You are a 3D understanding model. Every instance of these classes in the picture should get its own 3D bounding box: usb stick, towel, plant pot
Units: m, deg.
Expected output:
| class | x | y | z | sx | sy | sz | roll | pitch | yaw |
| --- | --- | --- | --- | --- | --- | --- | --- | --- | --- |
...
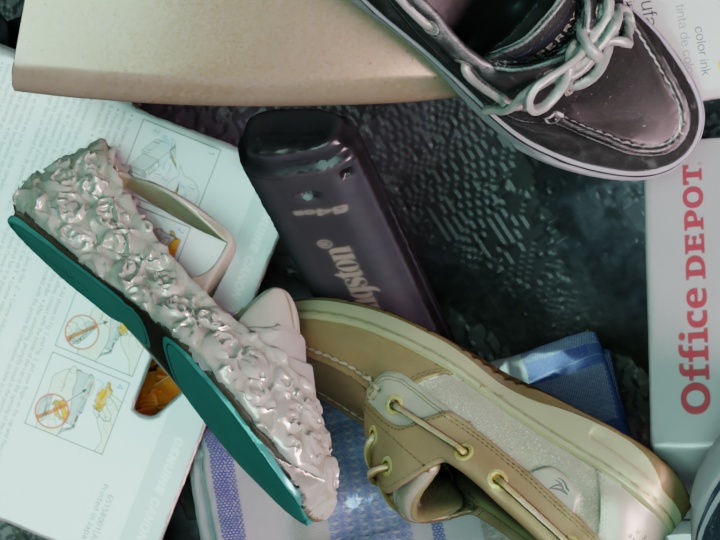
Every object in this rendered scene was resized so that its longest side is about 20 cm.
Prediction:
| class | x | y | z | sx | sy | sz | roll | pitch | yaw |
| --- | --- | --- | --- | --- | --- | --- | --- | --- | --- |
| usb stick | 0.000 | 0.000 | 0.833 | 0.055 | 0.201 | 0.033 | 1 | 57 | 20 |
| towel | 0.026 | 0.109 | 0.830 | 0.198 | 0.024 | 0.148 | -14 | 56 | 4 |
| plant pot | -0.026 | -0.162 | 0.812 | 0.175 | 0.200 | 0.202 | 13 | 100 | 0 |

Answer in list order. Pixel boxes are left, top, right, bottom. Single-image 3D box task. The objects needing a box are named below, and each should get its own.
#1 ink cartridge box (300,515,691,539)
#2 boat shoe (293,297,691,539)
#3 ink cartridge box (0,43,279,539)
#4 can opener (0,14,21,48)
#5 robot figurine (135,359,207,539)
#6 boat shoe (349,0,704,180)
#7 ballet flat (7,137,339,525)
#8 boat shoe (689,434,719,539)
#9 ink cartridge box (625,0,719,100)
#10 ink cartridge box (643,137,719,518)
| class | x | y | z | sx | sy | sz | roll | pitch | yaw |
| --- | --- | --- | --- | --- | --- | --- | --- | --- | --- |
| ink cartridge box | 0.079 | 0.175 | 0.879 | 0.198 | 0.084 | 0.146 | -1 | 97 | 13 |
| boat shoe | 0.035 | 0.072 | 0.792 | 0.199 | 0.074 | 0.067 | 24 | 71 | 33 |
| ink cartridge box | -0.140 | 0.015 | 0.875 | 0.172 | 0.044 | 0.202 | 22 | 89 | -1 |
| can opener | -0.187 | -0.024 | 0.924 | 0.078 | 0.063 | 0.202 | 13 | 100 | 11 |
| robot figurine | -0.084 | 0.121 | 0.923 | 0.144 | 0.058 | 0.202 | -7 | 96 | 13 |
| boat shoe | 0.066 | -0.092 | 0.724 | 0.199 | 0.068 | 0.074 | 38 | 87 | -28 |
| ballet flat | -0.067 | 0.015 | 0.803 | 0.200 | 0.072 | 0.072 | 43 | 104 | 18 |
| boat shoe | 0.160 | 0.148 | 0.736 | 0.070 | 0.091 | 0.202 | 3 | 122 | -8 |
| ink cartridge box | 0.184 | -0.152 | 0.812 | 0.198 | 0.087 | 0.147 | -8 | 95 | 12 |
| ink cartridge box | 0.219 | 0.020 | 0.797 | 0.198 | 0.086 | 0.149 | -3 | 63 | 12 |
